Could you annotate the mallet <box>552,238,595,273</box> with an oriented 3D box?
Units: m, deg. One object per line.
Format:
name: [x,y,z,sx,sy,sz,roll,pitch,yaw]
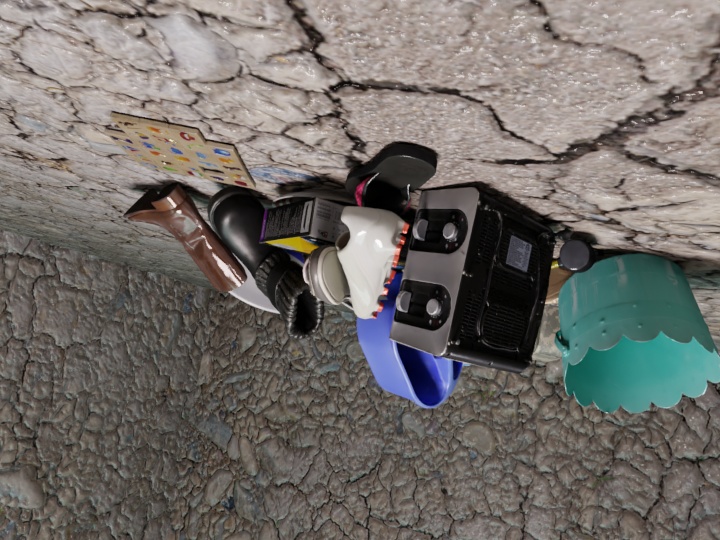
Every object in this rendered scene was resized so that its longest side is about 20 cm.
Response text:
mallet: [0.208,0.005,0.816,0.195,0.042,0.066,-19,169,19]

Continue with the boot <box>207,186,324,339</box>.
boot: [-0.130,-0.010,0.899,0.158,0.079,0.213,51,175,43]

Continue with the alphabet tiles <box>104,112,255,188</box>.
alphabet tiles: [-0.221,-0.144,0.761,0.162,0.008,0.200,12,172,0]

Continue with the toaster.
toaster: [0.139,0.014,0.737,0.197,0.187,0.117,16,176,-40]

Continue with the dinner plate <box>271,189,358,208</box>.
dinner plate: [-0.026,-0.081,0.867,0.194,0.025,0.200,11,173,1]

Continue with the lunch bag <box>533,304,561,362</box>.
lunch bag: [0.296,0.086,1.162,0.162,0.144,0.200,9,172,7]

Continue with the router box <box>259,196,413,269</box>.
router box: [-0.017,-0.043,0.839,0.196,0.053,0.148,14,172,-33]

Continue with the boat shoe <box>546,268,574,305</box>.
boat shoe: [0.308,0.023,0.960,0.195,0.074,0.065,0,164,28]

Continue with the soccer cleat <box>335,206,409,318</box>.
soccer cleat: [0.005,-0.010,0.736,0.076,0.071,0.202,20,149,5]

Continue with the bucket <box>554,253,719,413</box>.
bucket: [0.361,0.087,0.838,0.200,0.138,0.210,3,143,2]

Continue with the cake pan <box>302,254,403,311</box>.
cake pan: [0.000,0.000,0.988,0.197,0.037,0.202,29,-156,-14]

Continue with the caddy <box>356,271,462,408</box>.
caddy: [0.082,0.095,0.878,0.103,0.142,0.204,5,131,42]

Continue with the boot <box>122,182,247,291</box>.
boot: [-0.286,-0.041,1.029,0.184,0.065,0.202,0,135,48]

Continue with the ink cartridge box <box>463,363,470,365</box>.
ink cartridge box: [0.125,0.100,1.081,0.112,0.070,0.200,3,-170,2]

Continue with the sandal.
sandal: [0.026,-0.085,0.673,0.073,0.047,0.200,12,172,-11]

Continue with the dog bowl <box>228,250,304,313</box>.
dog bowl: [-0.162,-0.008,1.115,0.194,0.081,0.202,12,149,7]

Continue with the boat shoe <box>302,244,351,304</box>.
boat shoe: [-0.044,0.009,0.788,0.055,0.069,0.200,4,174,12]
